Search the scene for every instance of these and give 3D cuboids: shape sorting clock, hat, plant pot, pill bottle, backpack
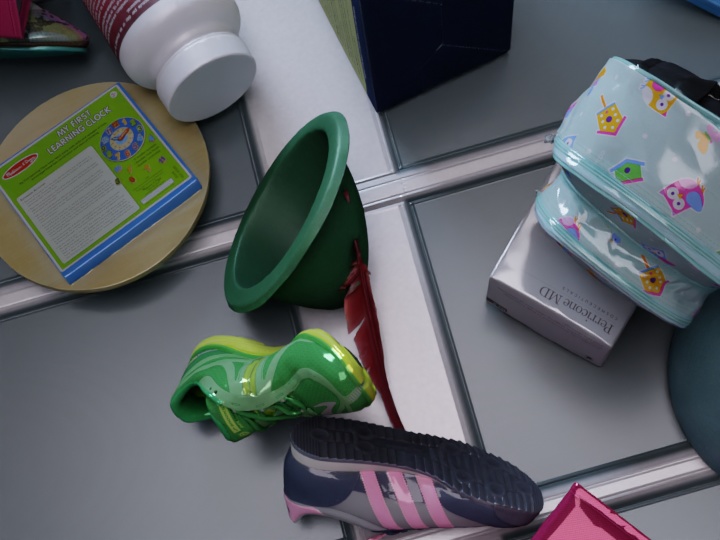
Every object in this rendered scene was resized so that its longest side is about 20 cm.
[{"bbox_3d":[-0.225,-0.073,0.989,0.198,0.039,0.202,-1,68,4],"label":"shape sorting clock"},{"bbox_3d":[0.000,0.000,0.942,0.175,0.166,0.201,28,94,-23],"label":"hat"},{"bbox_3d":[0.337,0.065,0.846,0.198,0.135,0.202,-1,73,4],"label":"plant pot"},{"bbox_3d":[-0.175,-0.232,0.995,0.112,0.113,0.201,-31,72,-5],"label":"pill bottle"},{"bbox_3d":[0.206,-0.055,0.779,0.175,0.200,0.154,40,96,10],"label":"backpack"}]

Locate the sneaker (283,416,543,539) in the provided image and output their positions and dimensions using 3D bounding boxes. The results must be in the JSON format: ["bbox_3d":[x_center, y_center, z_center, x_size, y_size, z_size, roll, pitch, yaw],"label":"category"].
[{"bbox_3d":[0.037,0.172,0.885,0.198,0.070,0.083,14,116,0],"label":"sneaker"}]

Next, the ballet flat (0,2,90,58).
[{"bbox_3d":[-0.341,-0.213,1.026,0.198,0.069,0.072,-9,92,6],"label":"ballet flat"}]

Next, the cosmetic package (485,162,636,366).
[{"bbox_3d":[0.193,-0.040,0.919,0.112,0.081,0.201,28,76,10],"label":"cosmetic package"}]

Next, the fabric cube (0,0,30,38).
[{"bbox_3d":[-0.373,-0.327,0.936,0.197,0.197,0.201,0,50,-5],"label":"fabric cube"}]

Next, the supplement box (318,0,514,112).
[{"bbox_3d":[0.023,-0.279,0.945,0.133,0.200,0.201,-25,71,-4],"label":"supplement box"}]

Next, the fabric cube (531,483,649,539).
[{"bbox_3d":[0.152,0.289,0.752,0.196,0.200,0.200,37,79,16],"label":"fabric cube"}]

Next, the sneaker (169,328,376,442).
[{"bbox_3d":[-0.067,0.094,0.864,0.199,0.074,0.084,-7,38,45],"label":"sneaker"}]

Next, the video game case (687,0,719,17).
[{"bbox_3d":[0.298,-0.334,1.013,0.142,0.018,0.202,25,76,-5],"label":"video game case"}]
